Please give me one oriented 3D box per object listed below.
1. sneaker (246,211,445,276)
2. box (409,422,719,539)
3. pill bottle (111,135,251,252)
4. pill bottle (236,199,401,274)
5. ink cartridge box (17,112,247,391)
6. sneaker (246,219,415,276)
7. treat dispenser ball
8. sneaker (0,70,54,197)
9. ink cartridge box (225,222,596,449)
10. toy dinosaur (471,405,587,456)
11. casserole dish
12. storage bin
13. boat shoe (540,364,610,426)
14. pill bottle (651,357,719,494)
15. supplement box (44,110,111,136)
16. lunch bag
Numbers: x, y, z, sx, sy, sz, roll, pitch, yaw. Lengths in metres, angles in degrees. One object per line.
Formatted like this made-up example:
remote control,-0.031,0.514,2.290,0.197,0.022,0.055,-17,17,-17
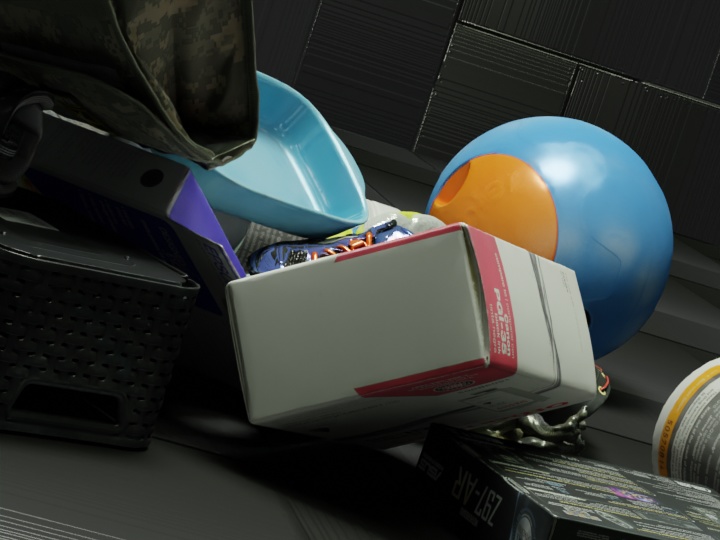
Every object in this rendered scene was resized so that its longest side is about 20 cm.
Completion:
sneaker,-0.026,0.009,1.670,0.105,0.076,0.200,-8,5,45
box,0.148,0.146,1.379,0.200,0.044,0.160,14,9,-27
pill bottle,-0.135,-0.044,1.659,0.114,0.114,0.200,17,-5,-11
pill bottle,-0.071,-0.034,1.879,0.199,0.111,0.111,16,8,-19
ink cartridge box,-0.113,-0.002,1.469,0.200,0.043,0.198,24,-24,32
sneaker,0.000,0.000,1.538,0.200,0.078,0.075,-9,67,-60
treat dispenser ball,0.148,-0.022,1.972,0.200,0.201,0.201,18,8,-3
sneaker,-0.233,-0.091,1.383,0.114,0.076,0.200,23,7,-11
ink cartridge box,0.035,0.041,1.394,0.146,0.083,0.200,-15,-13,20
toy dinosaur,0.097,0.103,1.559,0.088,0.048,0.200,2,7,1
casserole dish,-0.072,-0.076,1.529,0.200,0.039,0.121,19,38,-52
storage bin,-0.196,0.013,1.334,0.135,0.094,0.200,12,11,-40
boat shoe,0.133,0.083,1.742,0.063,0.074,0.201,57,-2,2
pill bottle,0.274,0.132,1.510,0.116,0.117,0.200,14,10,-29
supplement box,-0.176,-0.121,1.589,0.074,0.200,0.126,50,-6,-8
lunch bag,-0.142,-0.153,1.369,0.117,0.201,0.164,-30,30,-30
